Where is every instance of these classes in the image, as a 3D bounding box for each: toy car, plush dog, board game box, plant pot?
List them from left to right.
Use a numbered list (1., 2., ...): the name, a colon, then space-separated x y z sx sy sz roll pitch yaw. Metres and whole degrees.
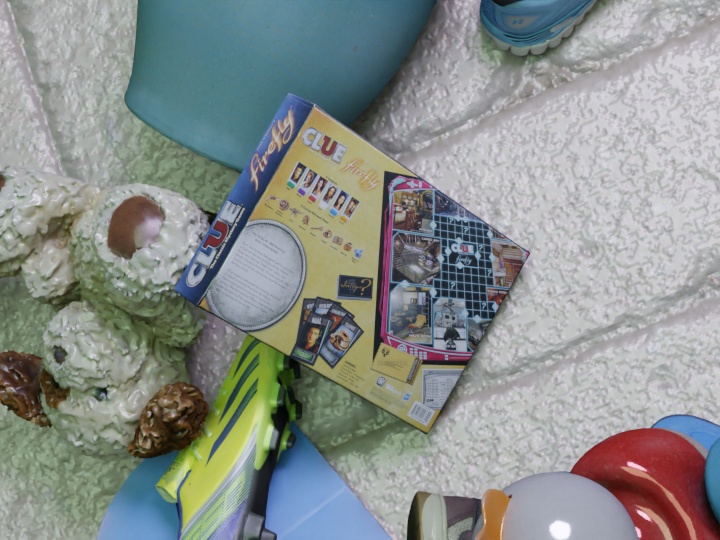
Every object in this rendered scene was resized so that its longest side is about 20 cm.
1. plush dog: -0.156 0.035 1.119 0.199 0.160 0.174 9 87 37
2. board game box: -0.069 0.192 1.117 0.158 0.039 0.200 -36 65 -15
3. plant pot: -0.058 -0.165 1.108 0.199 0.200 0.189 29 103 17
4. board game box: 0.000 0.000 1.064 0.035 0.199 0.136 29 87 54
5. toy car: 0.126 0.178 0.959 0.183 0.199 0.179 -19 74 44

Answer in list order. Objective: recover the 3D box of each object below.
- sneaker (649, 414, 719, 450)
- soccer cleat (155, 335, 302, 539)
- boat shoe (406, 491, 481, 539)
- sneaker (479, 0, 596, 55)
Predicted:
1. sneaker: 0.241 0.162 1.030 0.066 0.078 0.201 -41 72 6
2. soccer cleat: -0.087 0.116 1.101 0.083 0.065 0.202 3 61 14
3. boat shoe: 0.068 0.227 1.049 0.065 0.072 0.203 -4 60 -4
4. sneaker: 0.156 -0.221 1.109 0.200 0.090 0.078 -44 74 2
